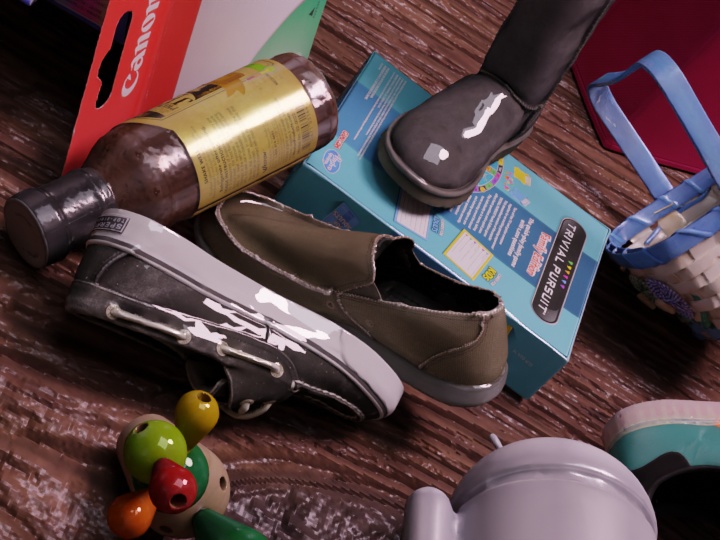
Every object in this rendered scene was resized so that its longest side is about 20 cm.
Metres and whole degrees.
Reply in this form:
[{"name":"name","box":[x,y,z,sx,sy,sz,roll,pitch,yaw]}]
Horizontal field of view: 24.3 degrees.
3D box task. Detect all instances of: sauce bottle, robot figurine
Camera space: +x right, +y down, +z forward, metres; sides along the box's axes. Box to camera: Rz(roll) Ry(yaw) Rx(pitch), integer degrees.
[{"name":"sauce bottle","box":[-0.102,-0.060,0.916,0.200,0.065,0.065,-29,74,-36]},{"name":"robot figurine","box":[0.096,0.167,0.849,0.169,0.113,0.201,25,40,-16]}]

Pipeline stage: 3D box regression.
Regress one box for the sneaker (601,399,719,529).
[{"name":"sneaker","box":[0.249,0.121,1.005,0.199,0.072,0.080,-6,43,2]}]

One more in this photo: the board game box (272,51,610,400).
[{"name":"board game box","box":[0.055,-0.031,1.060,0.200,0.047,0.151,37,37,-6]}]

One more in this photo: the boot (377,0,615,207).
[{"name":"boot","box":[0.106,-0.144,1.010,0.073,0.200,0.182,42,37,3]}]

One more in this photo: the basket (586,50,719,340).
[{"name":"basket","box":[0.225,-0.051,1.113,0.201,0.139,0.176,61,-2,-2]}]

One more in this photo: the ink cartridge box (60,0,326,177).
[{"name":"ink cartridge box","box":[-0.081,-0.135,0.950,0.050,0.161,0.200,30,36,11]}]

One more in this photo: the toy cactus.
[{"name":"toy cactus","box":[-0.061,0.113,0.764,0.200,0.102,0.165,46,-3,-43]}]

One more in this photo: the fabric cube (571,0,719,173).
[{"name":"fabric cube","box":[0.291,-0.211,1.312,0.195,0.199,0.201,10,47,-32]}]

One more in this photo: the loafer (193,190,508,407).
[{"name":"loafer","box":[0.000,0.000,0.937,0.199,0.070,0.075,26,36,11]}]

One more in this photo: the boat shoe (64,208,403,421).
[{"name":"boat shoe","box":[-0.066,0.042,0.880,0.200,0.071,0.064,31,71,-26]}]

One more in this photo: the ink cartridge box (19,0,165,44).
[{"name":"ink cartridge box","box":[-0.143,-0.209,0.954,0.136,0.077,0.200,31,35,13]}]
